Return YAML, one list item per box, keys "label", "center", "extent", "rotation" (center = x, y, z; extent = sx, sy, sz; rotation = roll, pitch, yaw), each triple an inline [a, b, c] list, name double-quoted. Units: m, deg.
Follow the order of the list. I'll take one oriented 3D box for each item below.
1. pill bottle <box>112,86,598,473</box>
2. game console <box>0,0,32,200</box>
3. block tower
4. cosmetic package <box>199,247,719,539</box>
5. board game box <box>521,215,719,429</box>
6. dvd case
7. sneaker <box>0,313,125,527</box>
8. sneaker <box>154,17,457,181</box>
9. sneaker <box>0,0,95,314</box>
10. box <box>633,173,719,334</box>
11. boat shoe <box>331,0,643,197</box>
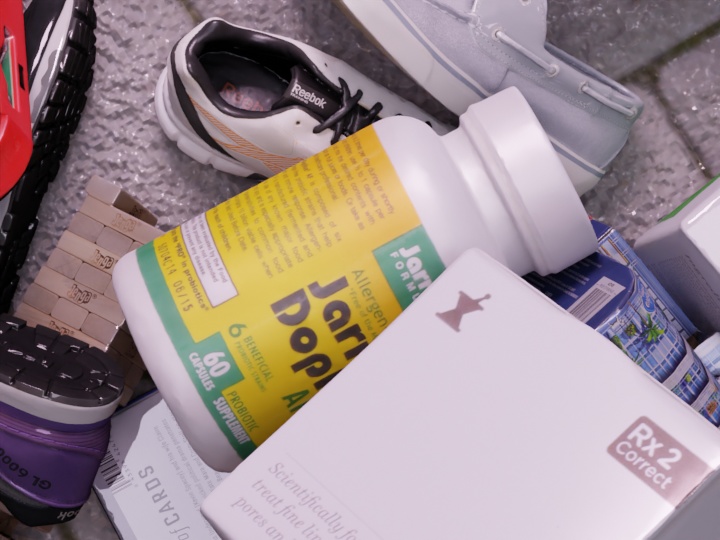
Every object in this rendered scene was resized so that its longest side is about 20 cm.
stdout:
- label: "pill bottle"
  center: [0.000, 0.000, 1.141]
  extent: [0.200, 0.113, 0.113]
  rotation: [-27, 89, 2]
- label: "game console"
  center: [-0.239, -0.083, 1.173]
  extent: [0.177, 0.031, 0.200]
  rotation: [-20, 47, 10]
- label: "block tower"
  center: [-0.146, 0.058, 1.209]
  extent: [0.058, 0.054, 0.200]
  rotation: [26, 82, 20]
- label: "cosmetic package"
  center: [0.069, 0.134, 1.072]
  extent: [0.165, 0.200, 0.165]
  rotation: [-44, 51, -11]
- label: "board game box"
  center: [0.155, 0.072, 1.185]
  extent: [0.062, 0.200, 0.200]
  rotation: [-42, 104, -3]
- label: "dvd case"
  center: [-0.020, 0.099, 1.243]
  extent: [0.200, 0.025, 0.150]
  rotation: [-28, 90, -1]
- label: "sneaker"
  center: [-0.208, 0.053, 1.151]
  extent: [0.200, 0.076, 0.088]
  rotation: [25, 115, 17]
- label: "sneaker"
  center: [-0.006, -0.059, 1.209]
  extent: [0.200, 0.080, 0.074]
  rotation: [21, 72, 2]
- label: "sneaker"
  center: [-0.194, -0.054, 1.213]
  extent: [0.087, 0.076, 0.200]
  rotation: [21, 88, 5]
- label: "box"
  center: [0.267, 0.001, 1.179]
  extent: [0.199, 0.171, 0.200]
  rotation: [-38, 90, -2]
- label: "boat shoe"
  center: [0.058, -0.109, 1.190]
  extent: [0.201, 0.070, 0.072]
  rotation: [34, 98, -37]
